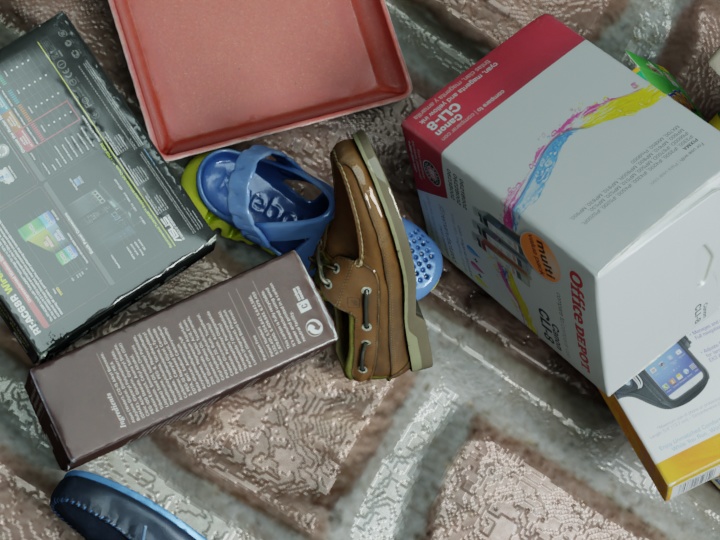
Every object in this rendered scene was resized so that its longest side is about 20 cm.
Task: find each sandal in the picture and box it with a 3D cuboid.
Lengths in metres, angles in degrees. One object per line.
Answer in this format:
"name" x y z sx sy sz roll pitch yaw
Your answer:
"sandal" -0.031 -0.032 1.230 0.199 0.087 0.080 22 74 -10

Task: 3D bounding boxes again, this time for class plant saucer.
"plant saucer" -0.084 -0.193 1.269 0.199 0.037 0.201 -16 82 -15

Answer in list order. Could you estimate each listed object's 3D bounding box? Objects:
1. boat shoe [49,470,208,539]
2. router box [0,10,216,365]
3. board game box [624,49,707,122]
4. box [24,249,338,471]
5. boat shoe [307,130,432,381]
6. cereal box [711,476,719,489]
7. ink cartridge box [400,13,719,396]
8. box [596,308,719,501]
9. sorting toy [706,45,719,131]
"boat shoe" -0.129 0.212 1.164 0.200 0.084 0.069 35 63 -3
"router box" -0.217 -0.056 1.202 0.150 0.062 0.200 -34 89 -17
"board game box" 0.259 -0.076 1.279 0.030 0.095 0.200 -37 70 22
"box" -0.125 0.063 1.185 0.200 0.100 0.075 -26 87 -17
"boat shoe" 0.000 0.000 1.176 0.068 0.072 0.201 -16 125 -3
"cereal box" 0.290 0.082 1.306 0.200 0.040 0.144 44 74 -2
"ink cartridge box" 0.153 -0.047 1.199 0.144 0.146 0.200 -37 54 -16
"box" 0.223 0.053 1.246 0.119 0.042 0.200 -25 62 -7
"sorting toy" 0.338 -0.059 1.259 0.070 0.200 0.199 -47 64 20
